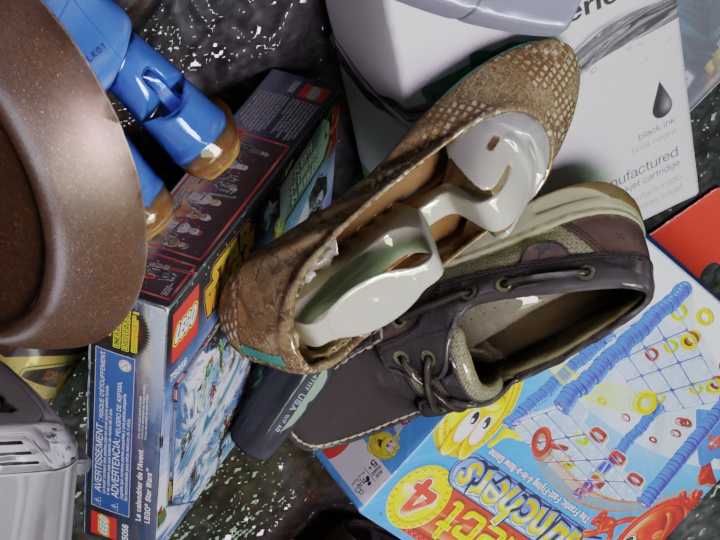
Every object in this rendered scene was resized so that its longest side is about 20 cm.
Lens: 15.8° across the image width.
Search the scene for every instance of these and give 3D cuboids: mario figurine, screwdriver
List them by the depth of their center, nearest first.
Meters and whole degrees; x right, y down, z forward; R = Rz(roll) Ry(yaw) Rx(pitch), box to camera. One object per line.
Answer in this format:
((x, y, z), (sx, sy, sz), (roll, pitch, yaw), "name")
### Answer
((-0.138, -0.112, 1.084), (0.106, 0.124, 0.200), (-17, 121, 35), "mario figurine")
((0.000, 0.000, 1.169), (0.029, 0.028, 0.201), (29, 101, -5), "screwdriver")

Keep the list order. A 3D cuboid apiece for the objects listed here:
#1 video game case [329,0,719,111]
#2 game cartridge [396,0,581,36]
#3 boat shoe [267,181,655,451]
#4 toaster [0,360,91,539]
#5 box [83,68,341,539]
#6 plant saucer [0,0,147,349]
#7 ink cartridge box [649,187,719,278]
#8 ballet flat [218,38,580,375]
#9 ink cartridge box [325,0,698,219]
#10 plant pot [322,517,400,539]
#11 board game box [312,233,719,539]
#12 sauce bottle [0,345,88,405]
((0.105, -0.123, 1.282), (0.182, 0.023, 0.200), (-45, 135, 5), "video game case")
((0.017, -0.186, 1.080), (0.199, 0.042, 0.134), (28, 86, -11), "game cartridge")
((0.043, 0.030, 1.187), (0.199, 0.065, 0.073), (-32, 130, 16), "boat shoe")
((-0.209, 0.105, 1.076), (0.199, 0.114, 0.130), (2, 110, -32), "toaster")
((-0.066, 0.015, 1.183), (0.200, 0.040, 0.138), (-55, 157, -52), "box")
((-0.169, -0.048, 1.037), (0.034, 0.200, 0.201), (-37, 140, -37), "plant saucer")
((0.147, 0.071, 1.440), (0.199, 0.057, 0.163), (-31, 134, -2), "ink cartridge box")
((0.030, -0.021, 1.118), (0.200, 0.065, 0.071), (-41, 128, -7), "ballet flat")
((0.069, -0.103, 1.200), (0.145, 0.084, 0.201), (-25, 133, -12), "ink cartridge box")
((-0.009, 0.243, 1.399), (0.186, 0.187, 0.201), (19, 98, -40), "plant pot")
((0.107, 0.075, 1.350), (0.196, 0.056, 0.200), (-49, 133, 6), "board game box")
((-0.159, 0.034, 1.166), (0.066, 0.066, 0.200), (23, 110, -41), "sauce bottle")
